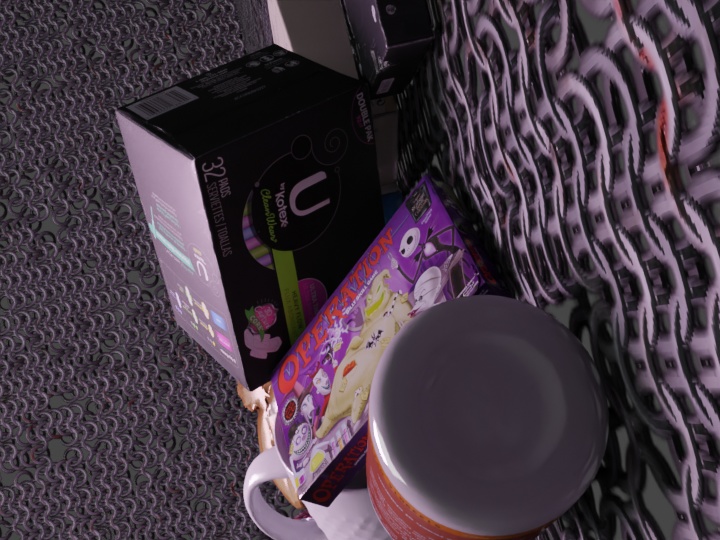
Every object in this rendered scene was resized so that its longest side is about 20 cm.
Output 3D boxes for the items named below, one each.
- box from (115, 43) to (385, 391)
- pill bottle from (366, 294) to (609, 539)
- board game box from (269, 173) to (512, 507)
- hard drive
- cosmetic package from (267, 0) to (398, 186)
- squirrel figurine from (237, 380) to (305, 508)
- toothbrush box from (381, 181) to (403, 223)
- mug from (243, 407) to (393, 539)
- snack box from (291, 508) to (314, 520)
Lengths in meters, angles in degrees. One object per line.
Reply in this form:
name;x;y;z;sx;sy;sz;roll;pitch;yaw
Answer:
box;-0.074;-0.042;0.730;0.124;0.148;0.201;33;142;44
pill bottle;0.057;0.100;0.519;0.200;0.111;0.113;92;163;-66
board game box;0.011;0.047;0.638;0.200;0.032;0.120;-53;30;23
hard drive;0.002;-0.229;0.646;0.140;0.037;0.202;141;115;-83
cosmetic package;-0.027;-0.177;0.856;0.104;0.072;0.201;88;167;-60
squirrel figurine;-0.029;0.136;1.044;0.200;0.186;0.143;37;120;33
toothbrush box;0.000;0.000;0.939;0.147;0.085;0.202;-120;18;-64
mug;0.005;0.167;0.754;0.148;0.198;0.176;-93;-14;-48
snack box;0.024;0.307;1.014;0.199;0.067;0.170;-14;-90;-57
